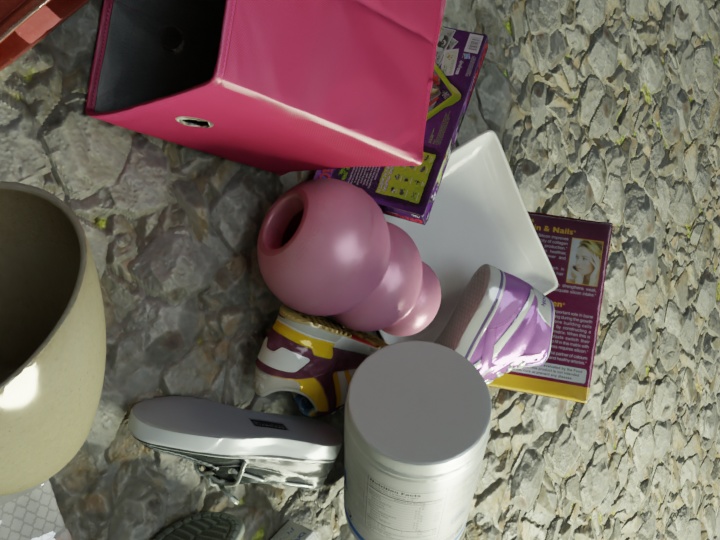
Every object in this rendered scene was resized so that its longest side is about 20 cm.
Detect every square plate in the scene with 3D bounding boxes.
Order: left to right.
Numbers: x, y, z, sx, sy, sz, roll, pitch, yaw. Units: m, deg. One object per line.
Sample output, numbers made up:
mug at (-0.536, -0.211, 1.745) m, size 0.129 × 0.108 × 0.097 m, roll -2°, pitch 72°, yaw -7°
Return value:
square plate at (0.086, -0.018, 0.838) m, size 0.197 × 0.028 × 0.201 m, roll -28°, pitch 116°, yaw 3°

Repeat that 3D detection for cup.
cup at (-0.246, 0.064, 0.513) m, size 0.200 × 0.199 × 0.144 m, roll -47°, pitch 146°, yaw -29°

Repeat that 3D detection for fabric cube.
fabric cube at (-0.071, -0.195, 0.633) m, size 0.198 × 0.195 × 0.202 m, roll 14°, pitch 83°, yaw -43°

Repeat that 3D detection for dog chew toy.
dog chew toy at (0.000, 0.000, 0.752) m, size 0.199 × 0.124 × 0.126 m, roll 32°, pitch 72°, yaw -37°

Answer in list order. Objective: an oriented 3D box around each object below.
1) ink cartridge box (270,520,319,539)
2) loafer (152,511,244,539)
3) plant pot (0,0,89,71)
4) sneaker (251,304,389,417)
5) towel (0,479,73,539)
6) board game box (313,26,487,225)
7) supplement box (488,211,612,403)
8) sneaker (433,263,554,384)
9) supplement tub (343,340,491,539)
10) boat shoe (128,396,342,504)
ink cartridge box at (-0.102, 0.338, 0.735) m, size 0.200 × 0.044 × 0.095 m, roll -41°, pitch 116°, yaw -33°
loafer at (-0.160, 0.284, 0.654) m, size 0.200 × 0.075 × 0.070 m, roll -49°, pitch 138°, yaw -44°
plant pot at (-0.248, -0.240, 0.484) m, size 0.196 × 0.200 × 0.201 m, roll 52°, pitch 60°, yaw -22°
sneaker at (-0.021, 0.102, 0.786) m, size 0.199 × 0.075 × 0.091 m, roll 26°, pitch 92°, yaw -40°
towel at (-0.288, 0.263, 0.572) m, size 0.199 × 0.032 × 0.193 m, roll -24°, pitch 109°, yaw -38°
board game box at (0.040, -0.153, 0.790) m, size 0.032 × 0.119 × 0.202 m, roll 67°, pitch 43°, yaw -71°
supplement box at (0.208, 0.042, 0.924) m, size 0.103 × 0.129 × 0.202 m, roll 31°, pitch 69°, yaw -75°
sneaker at (0.131, 0.103, 0.843) m, size 0.113 × 0.073 × 0.202 m, roll 24°, pitch 110°, yaw -18°
supplement tub at (0.048, 0.176, 0.753) m, size 0.132 × 0.131 × 0.201 m, roll -40°, pitch 149°, yaw -33°
boat shoe at (-0.111, 0.159, 0.701) m, size 0.198 × 0.073 × 0.069 m, roll 14°, pitch 102°, yaw -37°
